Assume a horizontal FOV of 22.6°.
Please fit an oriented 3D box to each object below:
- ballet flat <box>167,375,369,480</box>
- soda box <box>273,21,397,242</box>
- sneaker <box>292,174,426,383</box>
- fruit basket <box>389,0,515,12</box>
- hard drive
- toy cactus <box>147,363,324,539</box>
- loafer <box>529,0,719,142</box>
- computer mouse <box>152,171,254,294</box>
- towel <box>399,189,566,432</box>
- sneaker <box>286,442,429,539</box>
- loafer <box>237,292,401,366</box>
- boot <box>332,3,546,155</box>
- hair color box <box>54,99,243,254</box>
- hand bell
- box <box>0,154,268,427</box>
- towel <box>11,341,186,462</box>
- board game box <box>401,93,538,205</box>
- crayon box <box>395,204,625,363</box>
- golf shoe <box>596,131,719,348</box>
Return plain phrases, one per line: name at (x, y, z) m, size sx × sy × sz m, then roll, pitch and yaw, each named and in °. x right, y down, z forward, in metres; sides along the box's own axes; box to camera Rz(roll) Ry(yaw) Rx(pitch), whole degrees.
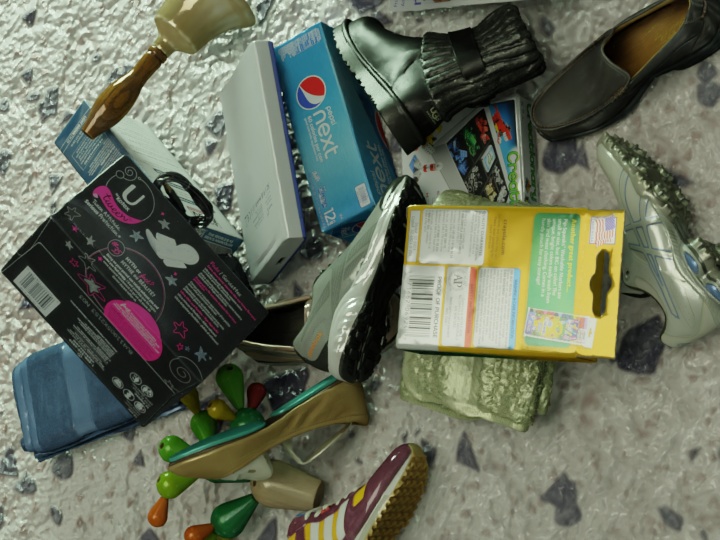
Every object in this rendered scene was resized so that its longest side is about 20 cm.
ballet flat at (-0.078, 0.157, 1.648) m, size 0.063 × 0.200 × 0.069 m, roll 65°, pitch 162°, yaw -3°
soda box at (-0.020, -0.131, 1.720) m, size 0.064 × 0.068 × 0.201 m, roll -26°, pitch 68°, yaw 25°
sneaker at (0.000, 0.000, 1.614) m, size 0.079 × 0.074 × 0.201 m, roll 14°, pitch 69°, yaw 34°
fruit basket at (0.109, -0.337, 1.666) m, size 0.199 × 0.094 × 0.186 m, roll 3°, pitch 82°, yaw 36°
hard drive at (-0.095, -0.102, 1.744) m, size 0.132 × 0.025 × 0.201 m, roll 132°, pitch 131°, yaw -63°
toy cactus at (-0.114, 0.196, 1.717) m, size 0.164 × 0.102 × 0.201 m, roll 15°, pitch 86°, yaw 15°
loafer at (0.224, -0.184, 1.573) m, size 0.200 × 0.072 × 0.073 m, roll -36°, pitch 64°, yaw 22°
computer mouse at (-0.149, -0.020, 1.725) m, size 0.058 × 0.200 × 0.034 m, roll -12°, pitch 39°, yaw 10°
towel at (0.111, 0.033, 1.583) m, size 0.148 × 0.036 × 0.201 m, roll 10°, pitch 87°, yaw 31°
sneaker at (-0.018, 0.230, 1.643) m, size 0.090 × 0.075 × 0.200 m, roll 34°, pitch 99°, yaw 27°
loafer at (-0.047, 0.054, 1.687) m, size 0.200 × 0.063 × 0.072 m, roll -11°, pitch 70°, yaw 40°
boot at (0.074, -0.203, 1.664) m, size 0.158 × 0.079 × 0.211 m, roll -34°, pitch 40°, yaw 4°
hair color box at (-0.214, -0.080, 1.807) m, size 0.061 × 0.100 × 0.200 m, roll -52°, pitch 55°, yaw 14°
hand bell at (-0.207, -0.209, 1.794) m, size 0.104 × 0.104 × 0.200 m, roll 33°, pitch 78°, yaw 32°
box at (-0.208, 0.020, 1.663) m, size 0.200 × 0.115 × 0.132 m, roll 49°, pitch 140°, yaw -4°
towel at (-0.267, 0.115, 1.841) m, size 0.200 × 0.048 × 0.112 m, roll -22°, pitch 70°, yaw 28°
board game box at (0.101, -0.051, 1.647) m, size 0.126 × 0.035 × 0.201 m, roll -9°, pitch 76°, yaw 30°
crayon box at (0.133, 0.012, 1.524) m, size 0.199 × 0.052 × 0.126 m, roll 2°, pitch 83°, yaw 28°
golf shoe at (0.242, -0.026, 1.532) m, size 0.097 × 0.078 × 0.200 m, roll -43°, pitch 60°, yaw 25°
